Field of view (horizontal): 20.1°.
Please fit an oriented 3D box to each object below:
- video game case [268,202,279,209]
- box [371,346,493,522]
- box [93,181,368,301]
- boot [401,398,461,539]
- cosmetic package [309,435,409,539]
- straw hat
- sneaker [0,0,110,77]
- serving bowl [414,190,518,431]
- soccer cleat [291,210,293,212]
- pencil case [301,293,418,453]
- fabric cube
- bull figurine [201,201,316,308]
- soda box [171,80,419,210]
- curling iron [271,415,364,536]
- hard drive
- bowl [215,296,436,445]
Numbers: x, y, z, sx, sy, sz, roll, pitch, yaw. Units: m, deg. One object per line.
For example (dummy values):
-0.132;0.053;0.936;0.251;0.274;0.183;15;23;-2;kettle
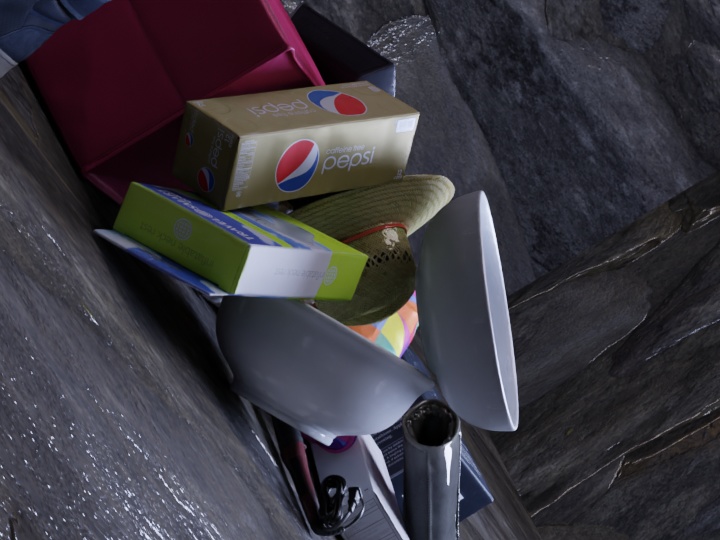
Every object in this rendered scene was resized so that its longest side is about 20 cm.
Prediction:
-0.121;-0.155;1.943;0.200;0.023;0.182;38;-35;-6;video game case
0.035;0.163;2.133;0.149;0.107;0.200;53;8;-52;box
-0.096;-0.020;1.550;0.122;0.048;0.200;27;10;28;box
0.063;0.214;1.875;0.182;0.072;0.201;-109;-171;-72;boot
-0.005;0.191;1.846;0.083;0.050;0.200;62;3;-24;cosmetic package
0.000;0.000;1.726;0.201;0.200;0.085;45;23;-72;straw hat
-0.241;-0.227;1.393;0.077;0.146;0.202;63;7;27;sneaker
0.084;0.037;1.681;0.200;0.066;0.201;-9;90;-83;serving bowl
-0.049;-0.032;1.960;0.085;0.200;0.069;8;43;-39;soccer cleat
-0.005;0.078;1.866;0.089;0.088;0.200;57;39;-21;pencil case
-0.158;-0.184;1.671;0.200;0.200;0.196;61;3;18;fabric cube
-0.082;0.013;1.859;0.065;0.121;0.200;37;-14;29;bull figurine
-0.049;-0.100;1.596;0.200;0.064;0.068;-11;35;-44;soda box
-0.047;0.150;1.712;0.200;0.049;0.026;-121;-171;-47;curling iron
-0.031;-0.123;1.806;0.135;0.042;0.201;38;-41;32;hard drive
-0.044;0.081;1.661;0.201;0.091;0.201;29;-4;2;bowl
